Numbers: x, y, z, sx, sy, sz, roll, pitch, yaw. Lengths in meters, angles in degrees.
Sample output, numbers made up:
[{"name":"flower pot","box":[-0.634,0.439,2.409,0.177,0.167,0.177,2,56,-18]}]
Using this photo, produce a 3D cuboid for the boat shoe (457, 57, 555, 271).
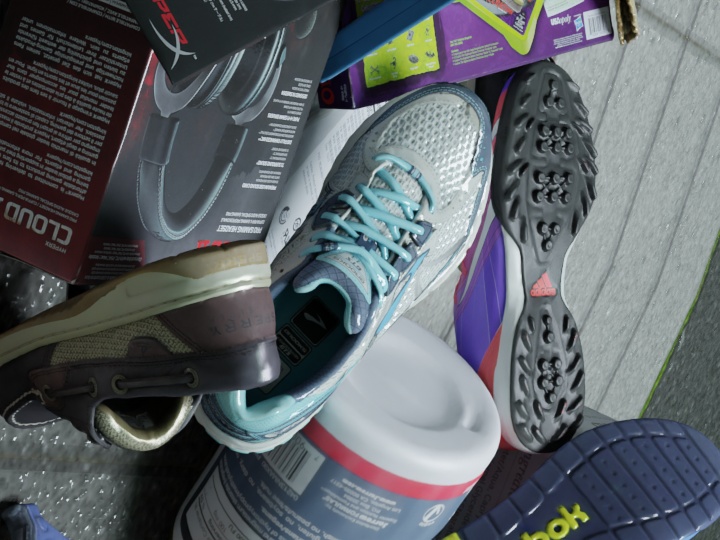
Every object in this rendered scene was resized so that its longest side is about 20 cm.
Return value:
[{"name":"boat shoe","box":[0.075,-0.097,1.261,0.074,0.063,0.202,-116,-161,-66]}]

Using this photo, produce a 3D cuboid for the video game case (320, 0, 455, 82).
[{"name":"video game case","box":[0.077,-0.159,1.073,0.200,0.018,0.143,-40,-172,-37]}]

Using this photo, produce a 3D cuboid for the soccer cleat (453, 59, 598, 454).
[{"name":"soccer cleat","box":[0.077,-0.008,1.221,0.068,0.073,0.201,-1,93,-39]}]

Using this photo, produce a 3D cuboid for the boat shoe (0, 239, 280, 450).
[{"name":"boat shoe","box":[-0.096,0.042,0.969,0.072,0.200,0.065,-7,78,-38]}]

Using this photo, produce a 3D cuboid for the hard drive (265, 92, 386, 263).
[{"name":"hard drive","box":[-0.026,-0.049,1.187,0.200,0.038,0.140,-52,152,-31]}]

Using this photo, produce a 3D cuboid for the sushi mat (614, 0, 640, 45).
[{"name":"sushi mat","box":[0.128,-0.226,1.236,0.096,0.012,0.201,73,12,-59]}]

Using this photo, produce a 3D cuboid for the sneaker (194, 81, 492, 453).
[{"name":"sneaker","box":[0.000,0.000,1.076,0.200,0.077,0.086,-55,-177,-6]}]

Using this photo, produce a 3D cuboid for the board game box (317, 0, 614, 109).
[{"name":"board game box","box":[0.048,-0.155,1.161,0.200,0.032,0.121,-18,109,-44]}]

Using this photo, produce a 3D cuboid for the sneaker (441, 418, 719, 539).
[{"name":"sneaker","box":[0.099,0.142,1.209,0.199,0.074,0.082,-27,157,-17]}]

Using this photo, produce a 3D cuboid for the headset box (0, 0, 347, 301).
[{"name":"headset box","box":[-0.085,-0.079,0.998,0.149,0.077,0.201,4,106,-64]}]

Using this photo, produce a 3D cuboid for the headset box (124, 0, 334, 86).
[{"name":"headset box","box":[-0.014,-0.181,0.848,0.149,0.199,0.075,60,11,-14]}]

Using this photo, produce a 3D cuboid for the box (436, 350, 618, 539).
[{"name":"box","box":[0.053,0.159,1.362,0.199,0.171,0.201,13,100,-65]}]

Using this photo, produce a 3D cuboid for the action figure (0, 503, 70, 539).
[{"name":"action figure","box":[-0.142,0.222,1.081,0.104,0.200,0.194,-27,144,5]}]

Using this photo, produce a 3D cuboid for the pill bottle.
[{"name":"pill bottle","box":[-0.026,0.125,1.204,0.119,0.120,0.200,-23,150,-56]}]
